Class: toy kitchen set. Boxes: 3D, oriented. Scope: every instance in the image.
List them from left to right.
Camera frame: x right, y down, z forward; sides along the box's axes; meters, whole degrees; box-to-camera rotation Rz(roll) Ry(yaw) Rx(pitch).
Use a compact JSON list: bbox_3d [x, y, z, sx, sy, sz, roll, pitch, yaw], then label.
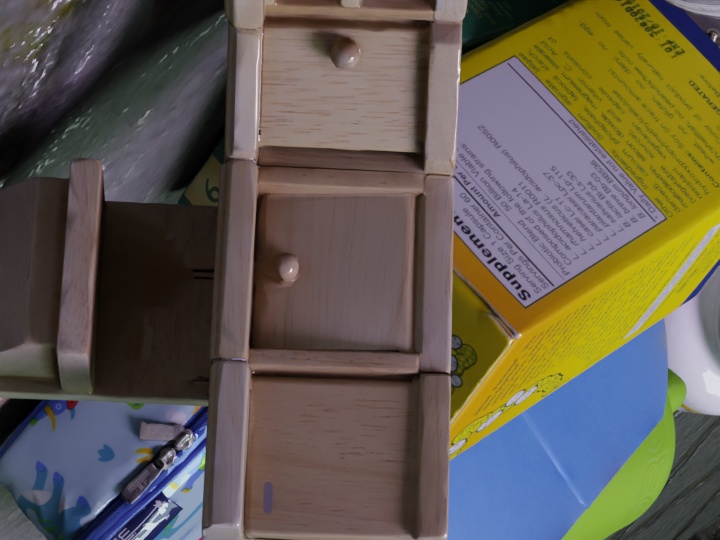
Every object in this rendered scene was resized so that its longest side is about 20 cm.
[{"bbox_3d":[-0.048,-0.029,0.790,0.162,0.202,0.181,2,160,-1],"label":"toy kitchen set"}]

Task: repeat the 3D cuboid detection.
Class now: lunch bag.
[{"bbox_3d":[-0.072,0.067,1.145,0.161,0.082,0.200,-45,167,-2],"label":"lunch bag"}]

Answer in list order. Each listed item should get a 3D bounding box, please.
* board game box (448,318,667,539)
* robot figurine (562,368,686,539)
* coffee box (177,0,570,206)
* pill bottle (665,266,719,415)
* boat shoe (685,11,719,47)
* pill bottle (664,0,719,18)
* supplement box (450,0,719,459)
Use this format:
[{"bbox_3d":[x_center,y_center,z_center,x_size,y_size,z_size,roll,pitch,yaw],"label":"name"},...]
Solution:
[{"bbox_3d":[0.051,0.046,1.125,0.200,0.158,0.039,-47,-155,-24],"label":"board game box"},{"bbox_3d":[0.074,0.088,1.230,0.199,0.115,0.177,-21,136,-47],"label":"robot figurine"},{"bbox_3d":[0.022,-0.072,1.051,0.123,0.044,0.200,-50,164,31],"label":"coffee box"},{"bbox_3d":[0.171,0.019,1.395,0.112,0.113,0.199,-32,-158,-32],"label":"pill bottle"},{"bbox_3d":[0.150,-0.131,1.162,0.074,0.073,0.200,-23,156,-51],"label":"boat shoe"},{"bbox_3d":[0.138,-0.157,0.970,0.114,0.114,0.200,-45,166,12],"label":"pill bottle"},{"bbox_3d":[0.065,-0.020,1.005,0.199,0.109,0.110,-29,161,-41],"label":"supplement box"}]
